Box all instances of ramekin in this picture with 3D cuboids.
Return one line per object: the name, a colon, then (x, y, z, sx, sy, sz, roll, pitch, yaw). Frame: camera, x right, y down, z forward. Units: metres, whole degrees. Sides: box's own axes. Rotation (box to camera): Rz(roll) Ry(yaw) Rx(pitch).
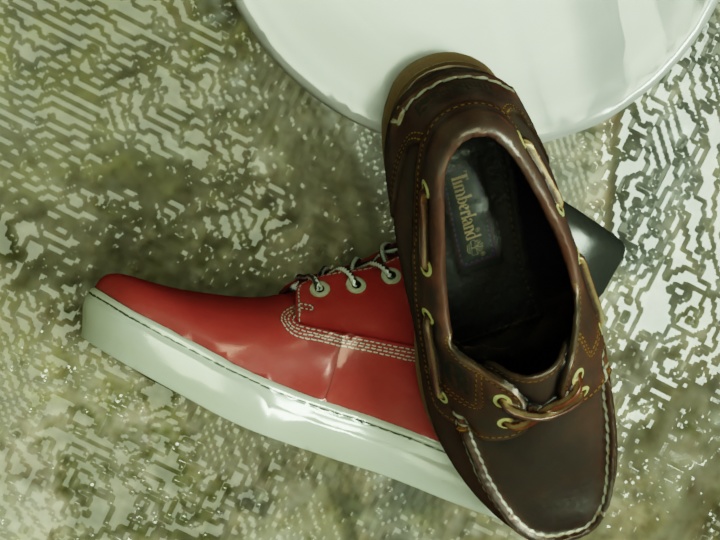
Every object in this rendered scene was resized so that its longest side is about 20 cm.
ramekin: (0.038, -0.147, 0.942, 0.201, 0.094, 0.204, -1, 97, -8)

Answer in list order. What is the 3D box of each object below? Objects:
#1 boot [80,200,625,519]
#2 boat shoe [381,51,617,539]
boot: (0.000, 0.000, 0.968, 0.199, 0.072, 0.145, 19, 93, -18)
boat shoe: (0.052, 0.022, 0.902, 0.070, 0.070, 0.201, -23, 118, -4)
